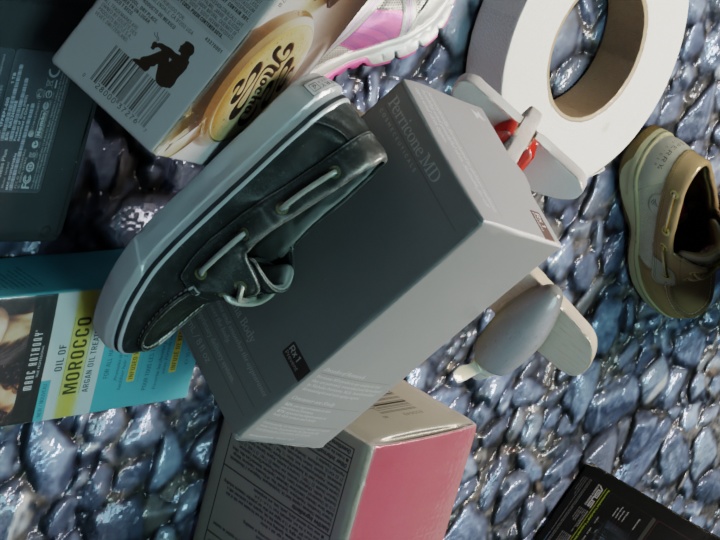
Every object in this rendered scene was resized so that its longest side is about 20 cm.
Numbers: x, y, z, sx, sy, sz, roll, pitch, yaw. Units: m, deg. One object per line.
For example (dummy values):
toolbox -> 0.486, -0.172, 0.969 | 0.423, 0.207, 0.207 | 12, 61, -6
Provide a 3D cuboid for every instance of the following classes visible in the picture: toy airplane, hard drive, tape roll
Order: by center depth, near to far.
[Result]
hard drive -> -0.218, -0.083, 1.000 | 0.200, 0.033, 0.140 | -1, 113, -52
toy airplane -> 0.040, -0.024, 1.201 | 0.141, 0.200, 0.199 | -51, 142, -32
tape roll -> 0.152, -0.158, 1.378 | 0.203, 0.037, 0.203 | -28, 132, -36

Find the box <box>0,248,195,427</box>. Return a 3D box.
box -> -0.177, 0.037, 1.115 | 0.200, 0.049, 0.082 | -7, 117, -47

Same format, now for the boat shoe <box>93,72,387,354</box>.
boat shoe -> -0.066, -0.014, 1.059 | 0.200, 0.071, 0.072 | -47, 166, 25

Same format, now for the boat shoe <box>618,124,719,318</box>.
boat shoe -> 0.251, -0.024, 1.549 | 0.074, 0.066, 0.200 | -46, 141, -18

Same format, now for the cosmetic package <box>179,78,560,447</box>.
cosmetic package -> 0.000, 0.000, 1.104 | 0.200, 0.107, 0.090 | -45, 149, 25

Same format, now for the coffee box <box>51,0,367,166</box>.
coffee box -> -0.051, -0.155, 1.023 | 0.200, 0.080, 0.113 | -50, 166, 9

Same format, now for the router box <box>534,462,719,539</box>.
router box -> 0.197, 0.276, 1.609 | 0.200, 0.150, 0.062 | -53, 142, -10

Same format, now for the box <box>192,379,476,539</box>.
box -> -0.025, 0.168, 1.307 | 0.109, 0.128, 0.200 | -6, 118, -48

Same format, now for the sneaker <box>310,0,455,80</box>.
sneaker -> -0.019, -0.160, 1.145 | 0.200, 0.081, 0.088 | -38, 139, -28
